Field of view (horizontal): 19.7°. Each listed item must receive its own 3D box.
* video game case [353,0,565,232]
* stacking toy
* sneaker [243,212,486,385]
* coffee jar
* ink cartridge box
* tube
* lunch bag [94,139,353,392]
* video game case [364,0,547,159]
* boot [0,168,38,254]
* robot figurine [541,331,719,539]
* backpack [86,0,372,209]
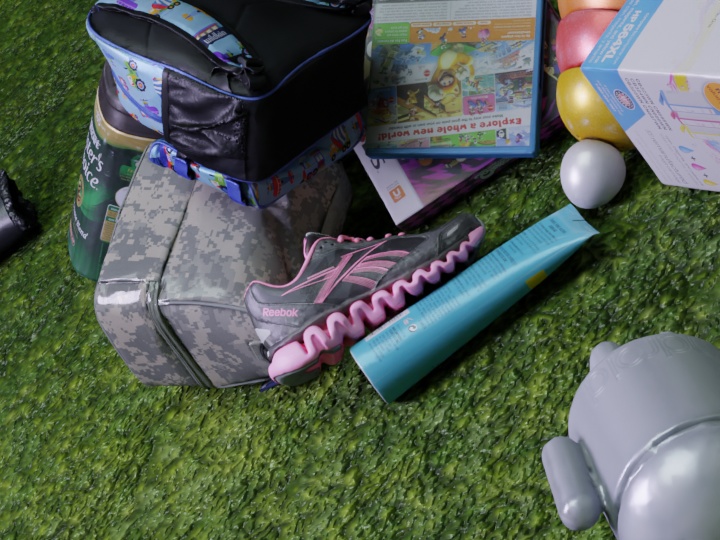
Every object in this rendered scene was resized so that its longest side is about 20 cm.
[{"bbox_3d":[0.072,-0.160,1.673,0.199,0.036,0.182,-33,71,12],"label":"video game case"},{"bbox_3d":[0.190,-0.141,1.556,0.145,0.146,0.201,3,68,49],"label":"stacking toy"},{"bbox_3d":[0.000,0.000,1.556,0.199,0.079,0.096,-31,74,-11],"label":"sneaker"},{"bbox_3d":[-0.204,-0.092,1.839,0.105,0.085,0.201,-106,28,-54],"label":"coffee jar"},{"bbox_3d":[0.279,-0.137,1.422,0.126,0.129,0.199,-52,32,-17],"label":"ink cartridge box"},{"bbox_3d":[0.084,0.019,1.525,0.199,0.051,0.078,-37,25,2],"label":"tube"},{"bbox_3d":[-0.102,-0.005,1.668,0.166,0.140,0.201,-4,48,26],"label":"lunch bag"},{"bbox_3d":[0.078,-0.189,1.646,0.142,0.018,0.202,1,81,20],"label":"video game case"},{"bbox_3d":[-0.397,-0.009,2.065,0.162,0.074,0.199,-34,31,5],"label":"boot"},{"bbox_3d":[0.191,0.115,1.220,0.168,0.114,0.200,-12,32,-8],"label":"robot figurine"},{"bbox_3d":[-0.111,-0.159,1.629,0.199,0.135,0.182,22,41,27],"label":"backpack"}]
